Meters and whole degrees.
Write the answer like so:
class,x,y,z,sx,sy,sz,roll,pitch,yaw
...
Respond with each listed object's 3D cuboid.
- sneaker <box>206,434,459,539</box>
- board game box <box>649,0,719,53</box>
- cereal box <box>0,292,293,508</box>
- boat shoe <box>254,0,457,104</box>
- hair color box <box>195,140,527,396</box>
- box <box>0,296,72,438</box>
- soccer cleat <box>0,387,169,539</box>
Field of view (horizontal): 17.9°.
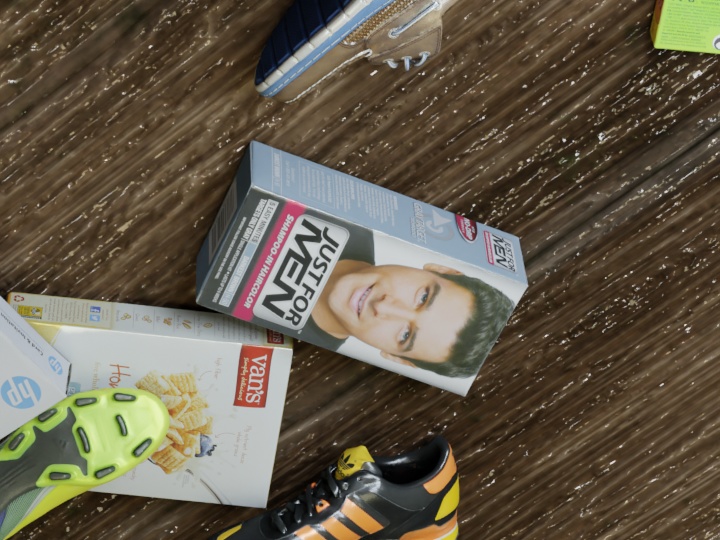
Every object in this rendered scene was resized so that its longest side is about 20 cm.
class,x,y,z,sx,sy,sz,roll,pitch,yaw
sneaker,-0.022,0.164,1.602,0.198,0.070,0.091,-10,120,-22
board game box,0.243,-0.225,1.402,0.095,0.030,0.201,5,125,-7
cereal box,-0.152,0.091,1.580,0.198,0.040,0.145,6,124,-7
boat shoe,0.021,-0.161,1.406,0.200,0.072,0.072,-39,119,20
hair color box,0.000,0.000,1.517,0.198,0.061,0.099,19,120,-15
box,-0.312,0.045,1.496,0.155,0.041,0.200,-31,121,19
soccer cleat,-0.219,0.136,1.554,0.199,0.084,0.065,-30,86,2
